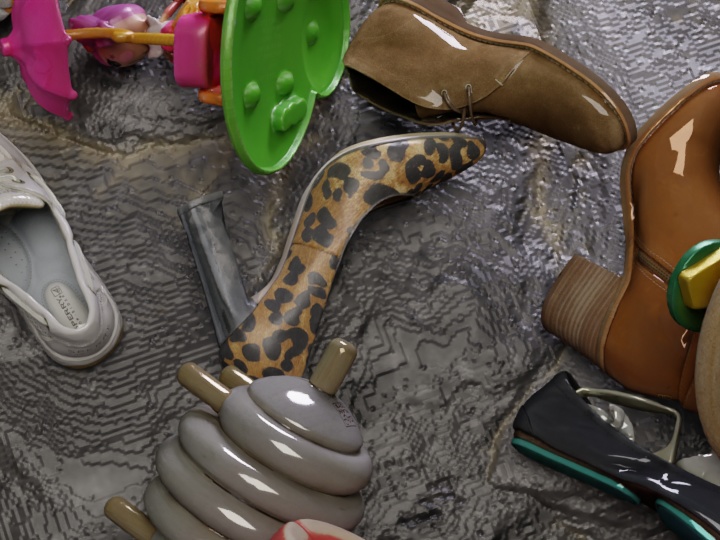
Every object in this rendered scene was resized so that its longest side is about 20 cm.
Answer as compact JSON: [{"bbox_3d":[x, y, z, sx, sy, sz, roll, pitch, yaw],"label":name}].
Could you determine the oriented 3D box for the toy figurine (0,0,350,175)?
[{"bbox_3d":[-0.124,-0.147,1.278,0.183,0.200,0.151,7,106,19],"label":"toy figurine"}]

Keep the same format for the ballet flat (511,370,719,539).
[{"bbox_3d":[0.182,0.119,1.212,0.199,0.073,0.073,30,73,24],"label":"ballet flat"}]

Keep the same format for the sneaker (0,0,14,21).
[{"bbox_3d":[-0.290,-0.235,1.331,0.199,0.078,0.077,33,60,5],"label":"sneaker"}]

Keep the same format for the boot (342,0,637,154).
[{"bbox_3d":[0.077,-0.107,1.279,0.199,0.074,0.076,27,61,29],"label":"boot"}]

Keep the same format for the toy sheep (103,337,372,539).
[{"bbox_3d":[-0.060,0.125,1.186,0.137,0.138,0.201,29,103,7],"label":"toy sheep"}]

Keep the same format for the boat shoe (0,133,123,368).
[{"bbox_3d":[-0.215,-0.033,1.263,0.071,0.069,0.200,-39,77,-12],"label":"boat shoe"}]

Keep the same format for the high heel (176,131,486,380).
[{"bbox_3d":[0.000,0.000,1.268,0.199,0.071,0.143,-18,81,-6],"label":"high heel"}]

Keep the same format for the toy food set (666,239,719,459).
[{"bbox_3d":[0.263,0.028,1.159,0.199,0.199,0.049,-29,31,-17],"label":"toy food set"}]

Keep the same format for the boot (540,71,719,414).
[{"bbox_3d":[0.217,-0.011,1.242,0.155,0.077,0.201,28,76,32],"label":"boot"}]

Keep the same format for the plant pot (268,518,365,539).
[{"bbox_3d":[-0.029,0.242,1.086,0.200,0.200,0.178,34,98,9],"label":"plant pot"}]
